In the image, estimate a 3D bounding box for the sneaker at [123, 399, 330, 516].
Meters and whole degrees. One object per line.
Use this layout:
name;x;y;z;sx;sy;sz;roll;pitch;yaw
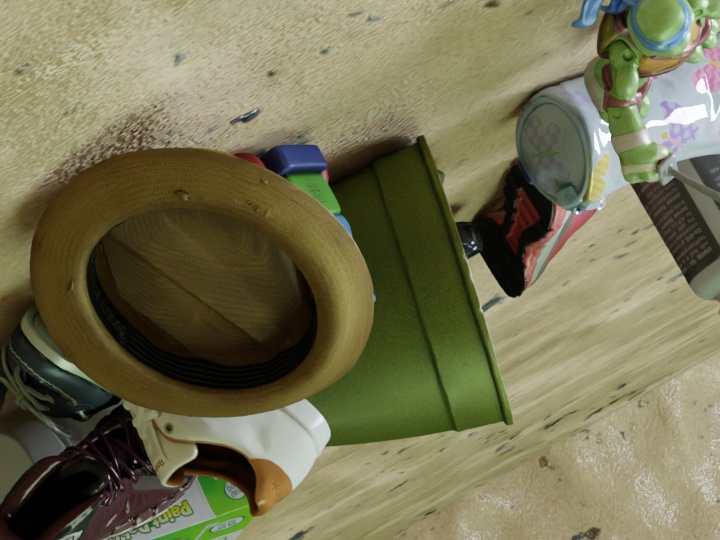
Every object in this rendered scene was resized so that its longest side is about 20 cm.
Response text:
sneaker;-0.120;0.073;1.239;0.085;0.199;0.073;-54;172;-29

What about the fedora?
fedora;-0.087;-0.006;1.169;0.199;0.082;0.202;1;130;2

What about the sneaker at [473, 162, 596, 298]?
sneaker;0.154;-0.041;1.666;0.086;0.074;0.200;-25;166;-21

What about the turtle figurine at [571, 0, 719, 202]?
turtle figurine;0.214;-0.116;1.293;0.198;0.145;0.194;14;-175;-1

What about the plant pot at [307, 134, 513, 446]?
plant pot;-0.018;0.035;1.383;0.191;0.202;0.200;-18;167;2

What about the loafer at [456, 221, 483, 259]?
loafer;0.016;0.030;1.645;0.200;0.071;0.068;-32;167;10

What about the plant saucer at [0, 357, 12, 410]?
plant saucer;-0.312;0.124;1.359;0.199;0.050;0.200;-28;167;-7

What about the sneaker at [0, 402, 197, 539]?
sneaker;-0.159;0.131;1.326;0.200;0.076;0.116;-39;175;-30

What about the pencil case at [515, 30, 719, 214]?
pencil case;0.208;-0.109;1.485;0.199;0.091;0.083;-22;165;-32

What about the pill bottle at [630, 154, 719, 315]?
pill bottle;0.290;-0.048;1.642;0.112;0.201;0.113;-27;167;-7

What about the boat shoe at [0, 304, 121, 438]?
boat shoe;-0.196;0.067;1.346;0.062;0.075;0.200;-40;176;0

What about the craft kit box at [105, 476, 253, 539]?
craft kit box;-0.183;0.205;1.466;0.196;0.049;0.200;-20;163;-26

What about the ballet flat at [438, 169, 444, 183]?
ballet flat;0.000;0.000;1.516;0.200;0.064;0.067;-37;164;30

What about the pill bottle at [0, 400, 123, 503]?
pill bottle;-0.176;0.136;1.547;0.199;0.115;0.114;-18;163;-39

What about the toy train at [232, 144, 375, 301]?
toy train;-0.086;0.018;1.286;0.200;0.116;0.084;-36;165;28
